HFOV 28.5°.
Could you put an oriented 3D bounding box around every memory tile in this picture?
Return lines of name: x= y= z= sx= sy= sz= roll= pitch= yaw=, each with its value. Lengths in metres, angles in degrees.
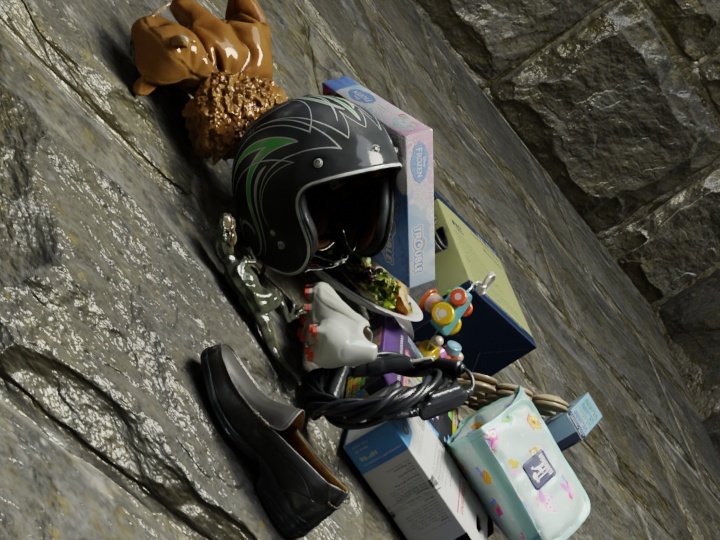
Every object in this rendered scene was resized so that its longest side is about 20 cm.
memory tile: x=0.184 y=0.171 z=1.892 sx=0.152 sy=0.017 sz=0.200 roll=15 pitch=-13 yaw=-6

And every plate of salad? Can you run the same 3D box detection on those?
plate of salad: x=0.000 y=0.000 z=1.810 sx=0.199 sy=0.048 sz=0.200 roll=30 pitch=13 yaw=-8

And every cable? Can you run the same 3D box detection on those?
cable: x=0.017 y=0.122 z=1.559 sx=0.199 sy=0.051 sz=0.162 roll=-15 pitch=27 yaw=-40

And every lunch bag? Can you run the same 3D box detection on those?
lunch bag: x=0.188 y=0.243 z=1.693 sx=0.171 sy=0.121 sz=0.200 roll=60 pitch=8 yaw=2

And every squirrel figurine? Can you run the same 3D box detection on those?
squirrel figurine: x=-0.180 y=-0.231 z=1.667 sx=0.201 sy=0.141 sz=0.186 roll=57 pitch=22 yaw=10

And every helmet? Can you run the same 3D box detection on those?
helmet: x=-0.052 y=-0.105 z=1.620 sx=0.200 sy=0.198 sz=0.193 roll=-73 pitch=171 yaw=-69

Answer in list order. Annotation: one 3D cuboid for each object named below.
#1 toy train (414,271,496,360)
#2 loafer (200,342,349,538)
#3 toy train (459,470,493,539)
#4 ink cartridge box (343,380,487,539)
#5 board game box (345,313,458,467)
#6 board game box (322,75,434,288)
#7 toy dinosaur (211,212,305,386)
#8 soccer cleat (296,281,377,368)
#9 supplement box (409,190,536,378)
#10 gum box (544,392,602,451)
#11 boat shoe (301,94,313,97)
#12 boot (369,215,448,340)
toy train: x=0.107 y=0.082 z=1.916 sx=0.055 sy=0.201 sz=0.150 roll=33 pitch=34 yaw=18
loafer: x=-0.081 y=0.150 z=1.347 sx=0.201 sy=0.072 sz=0.073 roll=58 pitch=17 yaw=5
toy train: x=0.142 y=0.314 z=1.742 sx=0.034 sy=0.046 sz=0.201 roll=46 pitch=20 yaw=-33
ink cartridge box: x=0.066 y=0.240 z=1.612 sx=0.201 sy=0.067 sz=0.116 roll=56 pitch=16 yaw=-12
board game box: x=0.056 y=0.161 z=1.758 sx=0.166 sy=0.056 sz=0.200 roll=54 pitch=16 yaw=-17
board game box: x=0.021 y=-0.110 z=1.732 sx=0.199 sy=0.043 sz=0.202 roll=38 pitch=-42 yaw=49
toy dinosaur: x=-0.106 y=0.032 z=1.555 sx=0.201 sy=0.047 sz=0.088 roll=61 pitch=20 yaw=1
soccer cleat: x=-0.027 y=0.066 z=1.598 sx=0.077 sy=0.070 sz=0.200 roll=8 pitch=15 yaw=-9
supplement box: x=0.129 y=0.032 z=2.072 sx=0.200 sy=0.134 sz=0.201 roll=40 pitch=24 yaw=-46
gum box: x=0.236 y=0.238 z=1.937 sx=0.045 sy=0.169 sz=0.200 roll=59 pitch=17 yaw=5
boat shoe: x=-0.033 y=-0.170 z=2.084 sx=0.073 sy=0.074 sz=0.201 roll=23 pitch=39 yaw=-62
boot: x=0.066 y=-0.003 z=1.955 sx=0.070 sy=0.131 sz=0.201 roll=37 pitch=25 yaw=-50
